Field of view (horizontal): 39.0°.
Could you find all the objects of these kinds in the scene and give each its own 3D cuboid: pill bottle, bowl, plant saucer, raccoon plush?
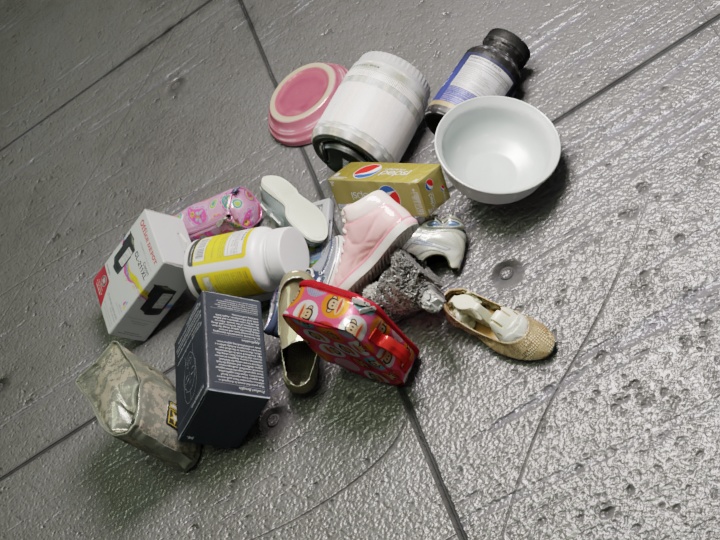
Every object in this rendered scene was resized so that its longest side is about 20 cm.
[{"bbox_3d":[0.205,-0.313,1.749,0.112,0.112,0.200,22,72,42],"label":"pill bottle"},{"bbox_3d":[-0.197,-0.013,1.768,0.200,0.114,0.114,-9,54,28],"label":"pill bottle"},{"bbox_3d":[0.215,-0.177,1.632,0.201,0.090,0.201,0,57,0],"label":"bowl"},{"bbox_3d":[-0.105,-0.340,2.024,0.200,0.051,0.201,-18,50,22],"label":"plant saucer"},{"bbox_3d":[0.050,0.048,1.549,0.134,0.097,0.200,-48,6,11],"label":"raccoon plush"}]

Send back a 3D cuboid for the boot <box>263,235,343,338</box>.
[{"bbox_3d":[-0.090,0.025,1.680,0.073,0.090,0.200,153,135,-73],"label":"boot"}]

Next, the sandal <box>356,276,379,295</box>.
[{"bbox_3d":[0.000,0.000,1.702,0.075,0.045,0.200,-3,57,31],"label":"sandal"}]

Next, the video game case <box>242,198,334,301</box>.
[{"bbox_3d":[-0.143,-0.031,1.840,0.200,0.022,0.182,-15,51,24],"label":"video game case"}]

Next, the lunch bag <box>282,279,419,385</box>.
[{"bbox_3d":[-0.003,0.099,1.523,0.176,0.200,0.082,16,69,37],"label":"lunch bag"}]

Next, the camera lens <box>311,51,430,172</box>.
[{"bbox_3d":[0.018,-0.265,1.806,0.160,0.160,0.200,13,66,40],"label":"camera lens"}]

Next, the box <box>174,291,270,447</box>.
[{"bbox_3d":[-0.228,0.161,1.652,0.148,0.107,0.200,-56,32,40],"label":"box"}]

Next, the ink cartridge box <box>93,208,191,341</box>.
[{"bbox_3d":[-0.399,0.008,1.886,0.200,0.083,0.146,-49,48,25],"label":"ink cartridge box"}]

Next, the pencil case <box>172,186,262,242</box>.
[{"bbox_3d":[-0.278,-0.093,1.911,0.200,0.087,0.088,-17,49,38],"label":"pencil case"}]

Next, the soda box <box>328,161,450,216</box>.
[{"bbox_3d":[0.046,-0.135,1.670,0.200,0.064,0.068,8,37,43],"label":"soda box"}]

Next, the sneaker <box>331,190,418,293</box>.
[{"bbox_3d":[-0.002,-0.044,1.612,0.105,0.075,0.200,49,121,14],"label":"sneaker"}]

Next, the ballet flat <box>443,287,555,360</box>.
[{"bbox_3d":[0.194,0.076,1.500,0.200,0.065,0.071,19,72,42],"label":"ballet flat"}]

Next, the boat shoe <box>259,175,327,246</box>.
[{"bbox_3d":[-0.123,-0.096,1.832,0.200,0.073,0.062,48,133,38],"label":"boat shoe"}]

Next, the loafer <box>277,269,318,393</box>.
[{"bbox_3d":[-0.093,0.099,1.615,0.076,0.068,0.200,-4,93,-6],"label":"loafer"}]

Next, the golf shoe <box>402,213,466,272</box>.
[{"bbox_3d":[0.072,-0.033,1.645,0.200,0.078,0.097,-5,68,18],"label":"golf shoe"}]

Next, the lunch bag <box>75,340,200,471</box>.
[{"bbox_3d":[-0.355,0.234,1.687,0.118,0.164,0.200,-46,45,-1],"label":"lunch bag"}]
